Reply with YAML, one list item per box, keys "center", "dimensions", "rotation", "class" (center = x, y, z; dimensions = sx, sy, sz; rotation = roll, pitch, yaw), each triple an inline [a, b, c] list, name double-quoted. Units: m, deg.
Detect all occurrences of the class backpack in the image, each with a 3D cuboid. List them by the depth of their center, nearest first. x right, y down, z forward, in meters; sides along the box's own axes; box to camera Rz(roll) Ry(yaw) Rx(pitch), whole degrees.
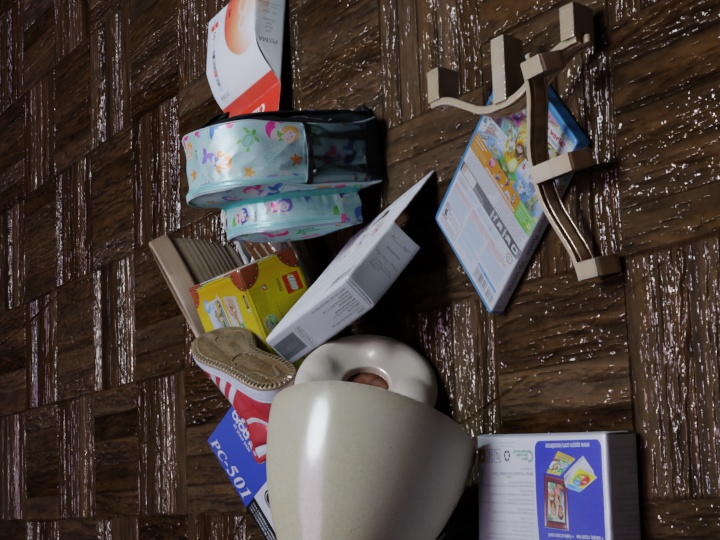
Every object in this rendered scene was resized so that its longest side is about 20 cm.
- center: [-0.094, -0.107, 1.672]
  dimensions: [0.177, 0.198, 0.152]
  rotation: [-9, 80, 60]
  class: "backpack"

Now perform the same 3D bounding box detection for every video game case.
- center: [0.137, -0.082, 1.429]
  dimensions: [0.144, 0.018, 0.201]
  rotation: [63, 140, 43]
  class: "video game case"

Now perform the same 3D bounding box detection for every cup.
- center: [-0.005, 0.211, 1.399]
  dimensions: [0.200, 0.199, 0.144]
  rotation: [-37, 32, 55]
  class: "cup"

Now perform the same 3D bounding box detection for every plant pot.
- center: [-0.176, 0.034, 1.887]
  dimensions: [0.202, 0.092, 0.201]
  rotation: [60, 173, 12]
  class: "plant pot"

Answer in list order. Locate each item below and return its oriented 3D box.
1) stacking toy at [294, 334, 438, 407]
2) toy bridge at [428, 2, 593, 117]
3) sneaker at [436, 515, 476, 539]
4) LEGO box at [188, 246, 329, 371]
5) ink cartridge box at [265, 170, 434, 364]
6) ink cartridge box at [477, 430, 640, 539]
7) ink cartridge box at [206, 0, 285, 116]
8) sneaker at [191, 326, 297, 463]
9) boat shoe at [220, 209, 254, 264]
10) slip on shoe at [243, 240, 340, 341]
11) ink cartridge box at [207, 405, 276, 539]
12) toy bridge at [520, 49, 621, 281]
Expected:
- center: [0.006, 0.180, 1.583]
  dimensions: [0.146, 0.145, 0.201]
  rotation: [-122, 24, -46]
  class: "stacking toy"
- center: [0.134, -0.177, 1.378]
  dimensions: [0.199, 0.027, 0.068]
  rotation: [-19, 67, 50]
  class: "toy bridge"
- center: [0.046, 0.292, 1.514]
  dimensions: [0.090, 0.069, 0.201]
  rotation: [62, 142, 38]
  class: "sneaker"
- center: [-0.102, 0.090, 1.731]
  dimensions: [0.149, 0.077, 0.202]
  rotation: [-17, 95, 60]
  class: "LEGO box"
- center: [0.000, 0.000, 1.595]
  dimensions: [0.044, 0.174, 0.200]
  rotation: [44, 146, -6]
  class: "ink cartridge box"
- center: [0.169, 0.241, 1.321]
  dimensions: [0.197, 0.047, 0.202]
  rotation: [-12, 79, 60]
  class: "ink cartridge box"
- center: [-0.151, -0.247, 1.926]
  dimensions: [0.162, 0.050, 0.202]
  rotation: [-26, 55, 59]
  class: "ink cartridge box"
- center: [-0.115, 0.135, 1.637]
  dimensions: [0.200, 0.071, 0.113]
  rotation: [29, 140, 57]
  class: "sneaker"
- center: [-0.141, -0.065, 1.896]
  dimensions: [0.072, 0.065, 0.201]
  rotation: [-65, 35, 37]
  class: "boat shoe"
- center: [-0.068, 0.009, 1.765]
  dimensions: [0.201, 0.060, 0.076]
  rotation: [56, 148, 23]
  class: "slip on shoe"
- center: [-0.089, 0.242, 1.679]
  dimensions: [0.201, 0.044, 0.094]
  rotation: [57, 140, 18]
  class: "ink cartridge box"
- center: [0.171, -0.089, 1.310]
  dimensions: [0.067, 0.027, 0.202]
  rotation: [-21, 84, 65]
  class: "toy bridge"
